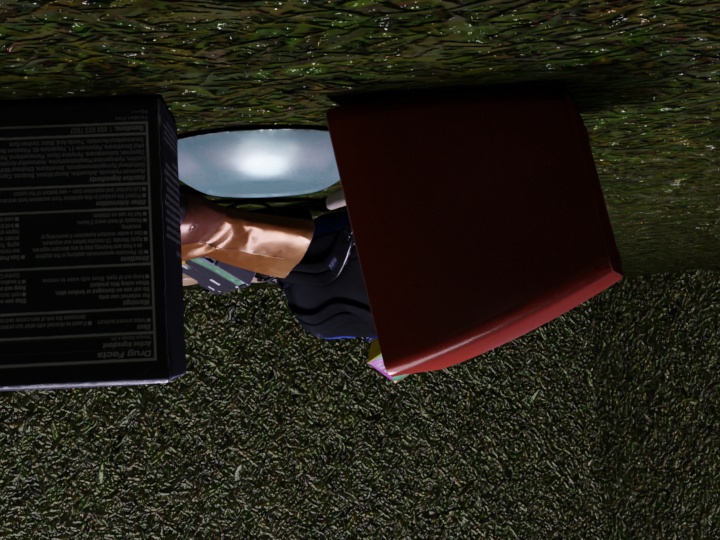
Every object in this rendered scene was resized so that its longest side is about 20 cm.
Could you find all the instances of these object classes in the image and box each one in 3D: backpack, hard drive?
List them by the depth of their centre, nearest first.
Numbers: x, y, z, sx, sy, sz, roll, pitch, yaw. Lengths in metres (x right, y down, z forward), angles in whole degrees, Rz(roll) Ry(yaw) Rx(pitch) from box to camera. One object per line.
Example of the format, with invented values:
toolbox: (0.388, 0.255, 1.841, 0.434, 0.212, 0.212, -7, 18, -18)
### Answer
backpack: (0.000, 0.000, 1.537, 0.198, 0.164, 0.167, -14, -166, 44)
hard drive: (-0.219, -0.022, 1.585, 0.139, 0.038, 0.200, 31, 167, -14)

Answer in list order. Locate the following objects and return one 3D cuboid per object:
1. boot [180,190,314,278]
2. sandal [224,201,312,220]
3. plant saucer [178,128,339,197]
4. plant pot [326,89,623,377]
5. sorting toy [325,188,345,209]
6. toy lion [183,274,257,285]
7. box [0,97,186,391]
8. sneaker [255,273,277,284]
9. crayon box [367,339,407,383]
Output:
boot: (-0.175, -0.024, 1.401, 0.198, 0.069, 0.189, 10, 140, -29)
sandal: (-0.152, -0.051, 1.447, 0.197, 0.077, 0.043, -4, 136, -11)
plant saucer: (-0.086, -0.091, 1.075, 0.198, 0.039, 0.201, -2, 176, 0)
plant pot: (0.102, -0.039, 0.939, 0.174, 0.203, 0.200, -15, 174, 15)
sorting toy: (0.084, -0.096, 1.214, 0.197, 0.037, 0.185, -7, 178, -25)
toy lion: (-0.211, -0.028, 1.879, 0.197, 0.070, 0.191, -2, 169, -22)
box: (-0.234, -0.014, 0.890, 0.197, 0.202, 0.123, -2, 176, -3)
sneaker: (-0.131, -0.028, 1.638, 0.075, 0.092, 0.199, -3, 176, 30)
crayon box: (0.103, 0.030, 1.590, 0.058, 0.174, 0.199, 34, 133, -21)
